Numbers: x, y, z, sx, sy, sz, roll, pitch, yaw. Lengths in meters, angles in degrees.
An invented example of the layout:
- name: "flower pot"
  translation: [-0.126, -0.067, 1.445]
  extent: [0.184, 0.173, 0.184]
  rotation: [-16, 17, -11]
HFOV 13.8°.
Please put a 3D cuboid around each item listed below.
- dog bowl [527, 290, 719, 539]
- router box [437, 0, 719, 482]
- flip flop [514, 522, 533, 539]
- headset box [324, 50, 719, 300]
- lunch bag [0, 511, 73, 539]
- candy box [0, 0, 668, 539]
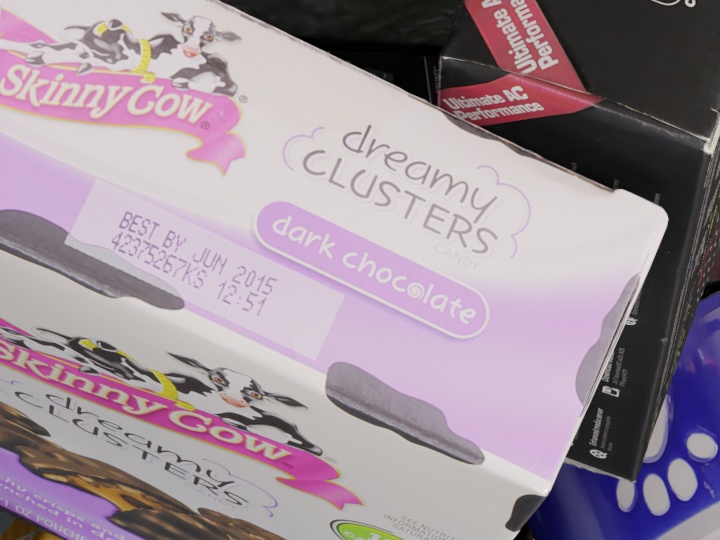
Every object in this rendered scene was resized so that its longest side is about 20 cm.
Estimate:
- name: "dog bowl"
  translation: [0.150, 0.059, 0.937]
  extent: [0.199, 0.079, 0.200]
  rotation: [-20, 160, -8]
- name: "router box"
  translation: [0.069, -0.058, 0.715]
  extent: [0.062, 0.150, 0.200]
  rotation: [19, 156, 9]
- name: "flip flop"
  translation: [0.027, 0.085, 1.010]
  extent: [0.057, 0.082, 0.200]
  rotation: [-6, -167, 24]
- name: "headset box"
  translation: [0.000, 0.000, 0.921]
  extent: [0.199, 0.078, 0.149]
  rotation: [2, 153, -15]
- name: "lunch bag"
  translation: [-0.039, 0.141, 0.842]
  extent: [0.127, 0.170, 0.200]
  rotation: [-27, 113, 37]
- name: "candy box"
  translation: [-0.038, 0.013, 0.689]
  extent: [0.167, 0.072, 0.200]
  rotation: [26, 159, 1]
